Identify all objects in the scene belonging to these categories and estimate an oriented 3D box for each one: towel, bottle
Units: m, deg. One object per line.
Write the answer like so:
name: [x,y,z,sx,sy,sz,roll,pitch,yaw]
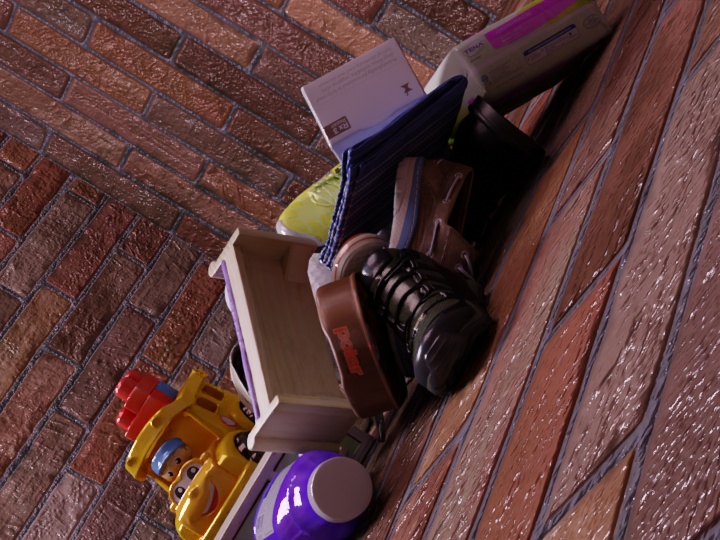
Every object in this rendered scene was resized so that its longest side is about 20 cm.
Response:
towel: [0.027,-0.088,1.455,0.145,0.024,0.200,-38,-15,-23]
bottle: [-0.035,0.184,1.271,0.200,0.065,0.084,131,163,-69]

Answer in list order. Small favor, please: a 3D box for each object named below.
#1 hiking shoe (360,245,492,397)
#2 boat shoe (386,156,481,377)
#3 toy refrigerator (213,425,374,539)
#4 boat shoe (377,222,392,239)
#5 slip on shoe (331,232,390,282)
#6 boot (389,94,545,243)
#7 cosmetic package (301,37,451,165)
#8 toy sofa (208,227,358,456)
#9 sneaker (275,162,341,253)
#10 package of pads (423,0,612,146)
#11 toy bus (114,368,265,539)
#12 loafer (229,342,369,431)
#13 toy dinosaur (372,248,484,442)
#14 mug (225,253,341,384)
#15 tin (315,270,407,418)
hiking shoe: [0.040,0.032,1.223,0.076,0.101,0.200,-59,3,9]
boat shoe: [0.063,-0.007,1.360,0.072,0.072,0.201,57,-147,-64]
toy refrigerator: [-0.072,0.217,1.442,0.200,0.076,0.070,-59,3,-11]
boat shoe: [0.068,-0.068,1.648,0.200,0.074,0.060,-42,-32,-40]
slip on shoe: [0.000,0.000,1.450,0.074,0.061,0.200,-44,-12,-1]
boot: [0.091,-0.064,1.477,0.158,0.079,0.211,-52,-8,-4]
cosmetic package: [0.022,-0.132,1.515,0.101,0.074,0.200,-28,-20,2]
toy sofa: [-0.073,0.069,1.390,0.098,0.083,0.200,-54,39,39]
sneaker: [-0.016,-0.085,1.650,0.200,0.075,0.077,-37,-34,-41]
package of pads: [0.147,-0.201,1.569,0.154,0.068,0.200,-31,-3,-13]
toy bus: [-0.173,0.180,1.642,0.136,0.192,0.200,-56,5,14]
loafer: [-0.071,0.123,1.579,0.076,0.068,0.200,-49,39,-17]
toy dinosaur: [0.042,0.062,1.430,0.200,0.047,0.088,-63,11,-16]
mug: [-0.042,0.027,1.685,0.175,0.199,0.148,-70,-14,-55]
tin: [0.002,0.059,1.296,0.042,0.112,0.200,-23,-1,5]
